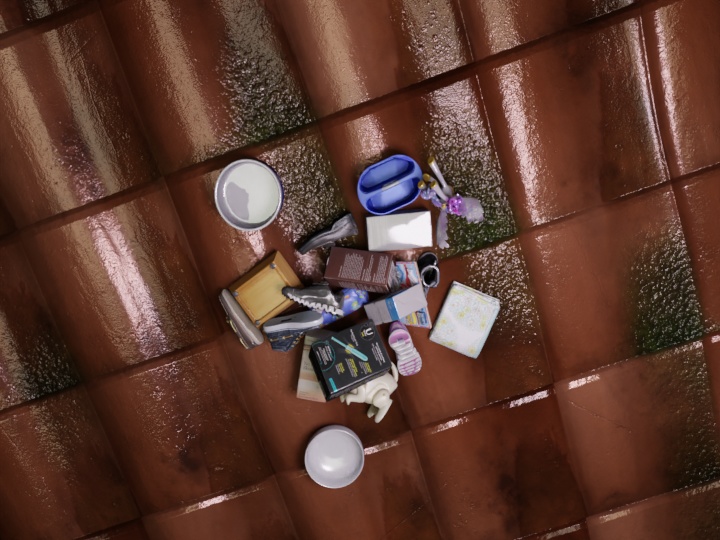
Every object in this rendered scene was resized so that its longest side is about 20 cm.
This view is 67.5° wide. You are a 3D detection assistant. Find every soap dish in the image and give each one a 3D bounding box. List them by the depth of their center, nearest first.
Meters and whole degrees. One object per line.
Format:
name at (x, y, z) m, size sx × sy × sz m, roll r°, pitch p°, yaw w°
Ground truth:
soap dish at (-0.284, 0.064, 1.637) m, size 0.197 × 0.081 × 0.159 m, roll -35°, pitch 100°, yaw 8°

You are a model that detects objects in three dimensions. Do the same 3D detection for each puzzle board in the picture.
puzzle board at (0.137, 0.072, 1.617) m, size 0.017 × 0.149 × 0.206 m, roll -22°, pitch 104°, yaw -34°

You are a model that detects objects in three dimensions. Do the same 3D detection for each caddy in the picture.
caddy at (0.084, -0.249, 1.560) m, size 0.195 × 0.105 × 0.145 m, roll -24°, pitch 102°, yaw 4°

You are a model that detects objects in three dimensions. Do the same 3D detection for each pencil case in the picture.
pencil case at (-0.069, 0.105, 1.646) m, size 0.196 × 0.087 × 0.080 m, roll -27°, pitch 60°, yaw 4°

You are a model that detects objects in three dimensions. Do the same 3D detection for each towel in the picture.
towel at (0.325, 0.154, 1.679) m, size 0.167 × 0.048 × 0.205 m, roll 22°, pitch 101°, yaw -2°

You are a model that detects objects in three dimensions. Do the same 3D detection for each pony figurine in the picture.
pony figurine at (0.246, -0.192, 1.515) m, size 0.164 × 0.197 × 0.199 m, roll -30°, pitch 129°, yaw 31°

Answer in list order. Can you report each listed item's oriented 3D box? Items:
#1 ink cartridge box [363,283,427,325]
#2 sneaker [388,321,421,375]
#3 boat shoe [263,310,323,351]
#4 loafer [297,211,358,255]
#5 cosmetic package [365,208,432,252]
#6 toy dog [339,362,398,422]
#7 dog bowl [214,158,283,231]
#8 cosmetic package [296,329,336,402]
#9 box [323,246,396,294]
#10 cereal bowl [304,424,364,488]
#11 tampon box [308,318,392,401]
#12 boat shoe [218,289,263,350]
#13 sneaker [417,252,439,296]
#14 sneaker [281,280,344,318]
ink cartridge box at (0.090, 0.105, 1.585) m, size 0.114 × 0.198 × 0.069 m, roll -23°, pitch 90°, yaw -34°
sneaker at (0.135, 0.238, 1.681) m, size 0.078 × 0.089 × 0.204 m, roll -19°, pitch 123°, yaw 3°
boat shoe at (-0.191, 0.183, 1.610) m, size 0.194 × 0.071 × 0.093 m, roll -10°, pitch 113°, yaw 20°
loafer at (-0.096, -0.094, 1.612) m, size 0.196 × 0.073 × 0.073 m, roll -31°, pitch 105°, yaw 7°
cosmetic package at (0.113, -0.121, 1.600) m, size 0.193 × 0.090 × 0.111 m, roll -4°, pitch 102°, yaw -2°
toy dog at (0.011, 0.341, 1.671) m, size 0.198 × 0.139 × 0.196 m, roll 38°, pitch 86°, yaw -8°
dog bowl at (-0.323, -0.223, 1.578) m, size 0.193 × 0.079 × 0.208 m, roll 0°, pitch 102°, yaw -1°
cosmetic package at (-0.137, 0.293, 1.682) m, size 0.100 × 0.087 × 0.207 m, roll 8°, pitch 102°, yaw -1°
box at (0.000, 0.000, 1.582) m, size 0.193 × 0.075 × 0.103 m, roll 9°, pitch 70°, yaw 16°
cereal bowl at (-0.083, 0.590, 1.747) m, size 0.193 × 0.083 × 0.208 m, roll 0°, pitch 102°, yaw 0°
tampon box at (-0.032, 0.259, 1.552) m, size 0.195 × 0.127 × 0.153 m, roll -20°, pitch 73°, yaw -18°
boat shoe at (-0.379, 0.154, 1.661) m, size 0.059 × 0.072 × 0.202 m, roll -33°, pitch 99°, yaw 14°
sneaker at (0.182, 0.049, 1.619) m, size 0.073 × 0.114 × 0.206 m, roll 20°, pitch 101°, yaw -6°
sneaker at (-0.133, 0.068, 1.579) m, size 0.194 × 0.066 × 0.093 m, roll 19°, pitch 81°, yaw -6°
